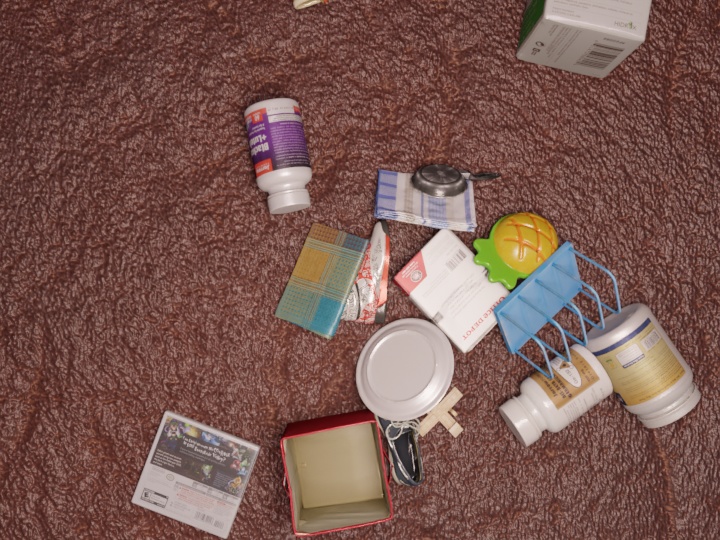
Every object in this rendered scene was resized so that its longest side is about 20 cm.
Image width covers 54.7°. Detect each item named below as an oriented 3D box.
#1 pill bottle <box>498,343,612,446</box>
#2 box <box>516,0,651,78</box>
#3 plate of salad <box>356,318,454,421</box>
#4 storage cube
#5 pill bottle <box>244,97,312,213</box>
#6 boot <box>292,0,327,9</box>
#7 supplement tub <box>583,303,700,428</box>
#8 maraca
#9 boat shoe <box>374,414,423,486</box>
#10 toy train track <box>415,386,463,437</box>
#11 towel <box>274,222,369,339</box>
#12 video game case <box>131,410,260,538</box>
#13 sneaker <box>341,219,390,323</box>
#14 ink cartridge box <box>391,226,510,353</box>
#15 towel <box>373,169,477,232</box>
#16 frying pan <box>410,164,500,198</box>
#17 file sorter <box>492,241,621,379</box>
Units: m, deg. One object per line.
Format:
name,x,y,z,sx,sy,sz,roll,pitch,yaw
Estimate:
pill bottle,0.369,0.241,1.332,0.199,0.114,0.115,-34,88,-4
box,0.430,-0.504,1.342,0.196,0.199,0.174,13,85,-1
plate of salad,0.085,0.188,1.317,0.197,0.048,0.203,-13,58,21
storage cube,-0.043,0.362,1.275,0.196,0.180,0.174,-10,86,-4
pill bottle,-0.154,-0.217,1.342,0.109,0.111,0.204,-11,86,-3
boot,-0.059,-0.595,1.396,0.197,0.075,0.109,-18,90,5
supplement tub,0.536,0.181,1.328,0.143,0.144,0.201,-34,88,-4
maraca,0.301,-0.041,1.338,0.198,0.107,0.138,-28,70,-29
boat shoe,0.075,0.310,1.328,0.074,0.062,0.204,-6,81,-29
toy train track,0.126,0.247,1.362,0.115,0.033,0.200,-44,88,-4
towel,-0.073,0.017,1.342,0.145,0.022,0.203,19,84,33
video game case,-0.315,0.391,1.341,0.197,0.023,0.185,21,86,0
sneaker,0.000,0.001,1.357,0.106,0.067,0.205,3,89,-5
ink cartridge box,0.179,0.038,1.353,0.147,0.083,0.200,-43,88,-4
towel,0.127,-0.140,1.352,0.196,0.024,0.148,8,46,-1
frying pan,0.191,-0.175,1.358,0.186,0.116,0.031,2,126,-1
file sorter,0.372,0.079,1.301,0.199,0.139,0.122,-41,45,-10
